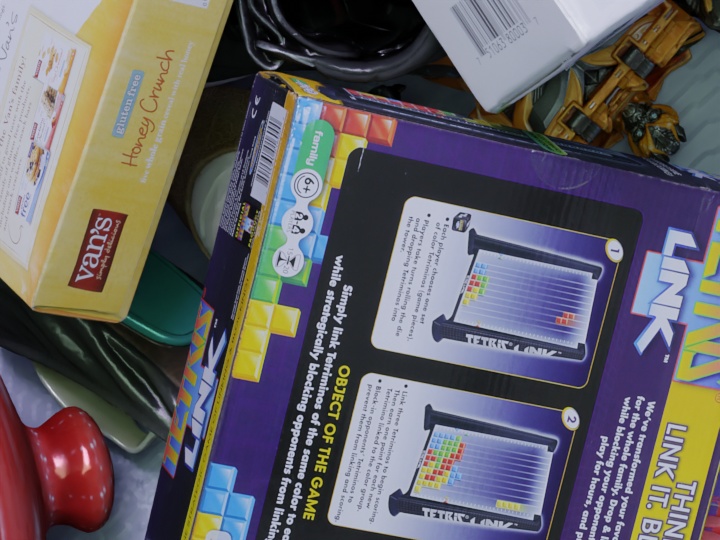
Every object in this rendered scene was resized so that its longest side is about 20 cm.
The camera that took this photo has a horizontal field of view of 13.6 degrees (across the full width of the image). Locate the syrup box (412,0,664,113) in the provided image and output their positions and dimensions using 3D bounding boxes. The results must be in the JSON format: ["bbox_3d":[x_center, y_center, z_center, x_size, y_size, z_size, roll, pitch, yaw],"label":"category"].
[{"bbox_3d":[0.104,-0.138,0.905,0.200,0.079,0.082,-34,91,-23],"label":"syrup box"}]

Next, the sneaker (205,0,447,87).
[{"bbox_3d":[-0.037,-0.094,0.975,0.199,0.099,0.071,-2,96,25],"label":"sneaker"}]

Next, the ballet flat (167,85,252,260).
[{"bbox_3d":[0.000,0.000,1.016,0.199,0.072,0.068,31,122,12],"label":"ballet flat"}]

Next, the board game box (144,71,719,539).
[{"bbox_3d":[0.027,0.053,0.939,0.165,0.057,0.201,12,97,-18],"label":"board game box"}]

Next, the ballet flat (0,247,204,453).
[{"bbox_3d":[-0.052,0.042,1.031,0.200,0.068,0.069,34,130,20],"label":"ballet flat"}]

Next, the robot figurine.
[{"bbox_3d":[0.032,-0.105,1.037,0.200,0.058,0.145,41,96,14],"label":"robot figurine"}]

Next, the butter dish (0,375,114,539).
[{"bbox_3d":[-0.154,0.080,1.004,0.147,0.199,0.201,-12,78,-15],"label":"butter dish"}]

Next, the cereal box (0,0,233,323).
[{"bbox_3d":[-0.112,-0.088,0.996,0.200,0.039,0.145,40,115,52],"label":"cereal box"}]

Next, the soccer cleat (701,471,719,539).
[{"bbox_3d":[0.123,0.130,0.978,0.068,0.073,0.201,-13,78,9],"label":"soccer cleat"}]
